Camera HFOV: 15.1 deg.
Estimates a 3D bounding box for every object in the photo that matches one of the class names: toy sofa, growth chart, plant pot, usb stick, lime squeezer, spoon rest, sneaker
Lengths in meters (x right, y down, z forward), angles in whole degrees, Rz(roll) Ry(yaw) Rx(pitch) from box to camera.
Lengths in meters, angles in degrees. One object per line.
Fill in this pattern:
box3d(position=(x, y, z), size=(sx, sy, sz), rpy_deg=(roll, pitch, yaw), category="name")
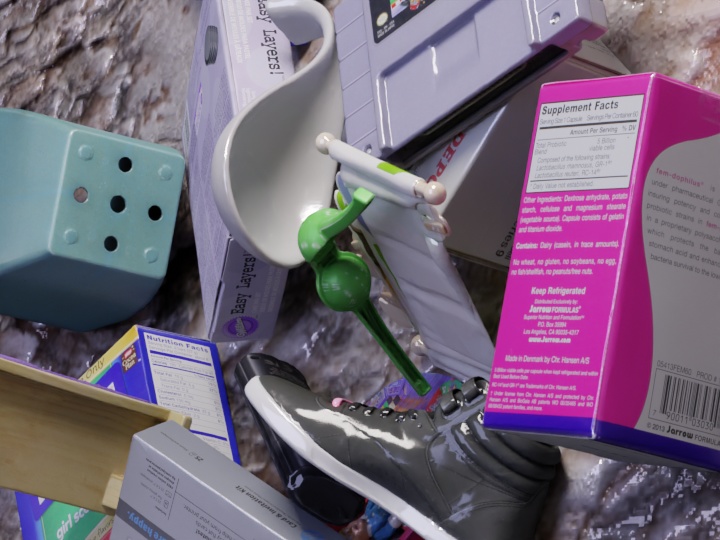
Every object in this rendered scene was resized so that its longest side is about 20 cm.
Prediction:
box3d(position=(-0.216, 0.102, 1.747), size=(0.098, 0.200, 0.083), rpy_deg=(14, 85, 46), category="toy sofa")
box3d(position=(0.035, 0.001, 1.605), size=(0.018, 0.200, 0.145), rpy_deg=(-40, 40, -16), category="growth chart")
box3d(position=(-0.211, -0.039, 1.941), size=(0.200, 0.141, 0.141), rpy_deg=(-5, 73, 63), category="plant pot")
box3d(position=(-0.040, 0.104, 1.713), size=(0.033, 0.055, 0.200), rpy_deg=(-60, 21, 12), category="usb stick")
box3d(position=(0.000, 0.000, 1.617), size=(0.071, 0.200, 0.038), rpy_deg=(15, 58, 23), category="lime squeezer")
box3d(position=(-0.043, -0.090, 1.652), size=(0.061, 0.099, 0.200), rpy_deg=(-17, 45, 31), category="spoon rest")
box3d(position=(0.032, 0.092, 1.598), size=(0.200, 0.071, 0.099), rpy_deg=(32, 96, 17), category="sneaker")

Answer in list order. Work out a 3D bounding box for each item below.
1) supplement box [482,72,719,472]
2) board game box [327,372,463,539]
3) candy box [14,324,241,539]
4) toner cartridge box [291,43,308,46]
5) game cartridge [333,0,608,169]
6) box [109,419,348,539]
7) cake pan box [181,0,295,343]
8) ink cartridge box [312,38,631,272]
box3d(position=(0.150, 0.001, 1.488), size=(0.103, 0.101, 0.200), rpy_deg=(1, 78, 55), category="supplement box")
box3d(position=(0.014, 0.158, 1.668), size=(0.158, 0.039, 0.200), rpy_deg=(-1, 77, 54), category="board game box")
box3d(position=(-0.158, 0.166, 1.873), size=(0.169, 0.077, 0.200), rpy_deg=(-43, 45, 34), category="candy box")
box3d(position=(-0.089, -0.244, 1.938), size=(0.200, 0.043, 0.095), rpy_deg=(51, 139, 49), category="toner cartridge box")
box3d(position=(0.058, -0.150, 1.588), size=(0.200, 0.038, 0.130), rpy_deg=(-34, 55, 40), category="game cartridge")
box3d(position=(-0.098, 0.218, 1.712), size=(0.156, 0.041, 0.200), rpy_deg=(32, 122, 30), category="box")
box3d(position=(-0.080, -0.077, 1.813), size=(0.200, 0.052, 0.184), rpy_deg=(105, 162, -51), category="cake pan box")
box3d(position=(0.063, -0.115, 1.667), size=(0.145, 0.087, 0.200), rpy_deg=(-59, 40, 20), category="ink cartridge box")
